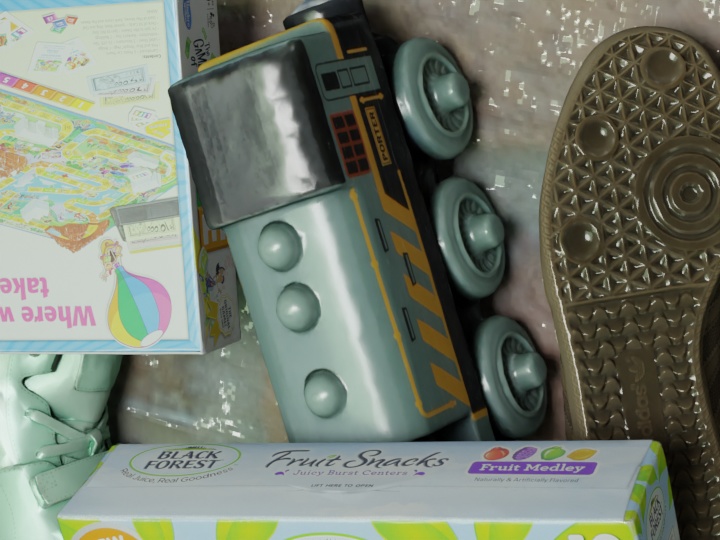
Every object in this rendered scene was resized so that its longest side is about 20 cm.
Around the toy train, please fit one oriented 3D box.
[{"bbox_3d":[0.000,0.000,0.809,0.085,0.114,0.202,-15,92,32],"label":"toy train"}]

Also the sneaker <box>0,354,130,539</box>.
[{"bbox_3d":[-0.111,0.072,0.913,0.200,0.074,0.119,42,114,16],"label":"sneaker"}]

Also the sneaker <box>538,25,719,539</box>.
[{"bbox_3d":[0.093,0.019,0.784,0.070,0.076,0.202,2,84,-2],"label":"sneaker"}]

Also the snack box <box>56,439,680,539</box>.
[{"bbox_3d":[0.011,0.129,0.751,0.198,0.053,0.143,-3,115,23],"label":"snack box"}]

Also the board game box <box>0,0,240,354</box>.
[{"bbox_3d":[-0.145,-0.037,0.860,0.198,0.034,0.136,0,97,23],"label":"board game box"}]
